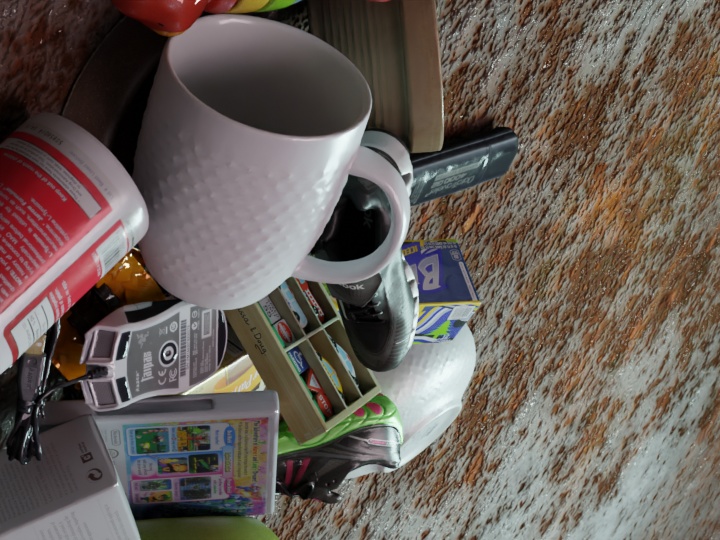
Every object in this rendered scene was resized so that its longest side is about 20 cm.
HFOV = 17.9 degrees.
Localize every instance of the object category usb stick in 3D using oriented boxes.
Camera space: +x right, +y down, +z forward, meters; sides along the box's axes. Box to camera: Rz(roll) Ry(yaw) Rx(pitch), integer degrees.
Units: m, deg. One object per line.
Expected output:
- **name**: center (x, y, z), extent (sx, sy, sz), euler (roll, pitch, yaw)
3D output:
- **usb stick**: center (0.076, -0.091, 2.048), extent (0.200, 0.033, 0.055), euler (-21, 143, -51)

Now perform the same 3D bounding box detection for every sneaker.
- **sneaker**: center (-0.057, 0.170, 1.964), extent (0.077, 0.200, 0.084), euler (-85, 157, -73)
- **sneaker**: center (0.000, 0.000, 1.702), extent (0.091, 0.066, 0.200), euler (-53, 148, -53)

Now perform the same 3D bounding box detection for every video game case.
- **video game case**: center (-0.155, 0.146, 1.748), extent (0.182, 0.024, 0.200), euler (-3, 152, -5)

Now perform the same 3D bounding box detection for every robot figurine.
- **robot figurine**: center (-0.189, 0.042, 1.701), extent (0.145, 0.058, 0.200), euler (-44, 151, -9)

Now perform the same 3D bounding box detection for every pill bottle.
- **pill bottle**: center (-0.244, -0.002, 1.507), extent (0.200, 0.112, 0.112), euler (-45, 151, -22)

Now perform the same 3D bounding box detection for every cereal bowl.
- **cereal bowl**: center (0.031, 0.122, 2.076), extent (0.200, 0.083, 0.200), euler (-38, 165, -12)

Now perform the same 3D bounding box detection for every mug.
- **mug**: center (-0.063, -0.057, 1.595), extent (0.148, 0.200, 0.175), euler (-72, -178, -55)

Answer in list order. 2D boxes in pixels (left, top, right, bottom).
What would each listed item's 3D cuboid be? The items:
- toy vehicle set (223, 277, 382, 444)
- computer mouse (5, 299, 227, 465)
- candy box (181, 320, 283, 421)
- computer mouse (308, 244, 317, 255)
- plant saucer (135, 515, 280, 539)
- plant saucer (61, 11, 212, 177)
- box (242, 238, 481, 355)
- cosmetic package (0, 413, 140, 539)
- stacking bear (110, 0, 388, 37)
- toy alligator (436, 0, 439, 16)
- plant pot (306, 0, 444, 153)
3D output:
- **toy vehicle set**: center (-0.063, 0.027, 1.750), extent (0.027, 0.200, 0.124), euler (-29, -178, 23)
- **computer mouse**: center (-0.176, 0.064, 1.629), extent (0.200, 0.044, 0.110), euler (-15, 113, -48)
- **candy box**: center (-0.123, 0.102, 1.888), extent (0.200, 0.055, 0.116), euler (-33, 145, -41)
- **computer mouse**: center (-0.051, -0.082, 1.722), extent (0.046, 0.141, 0.200), euler (-10, 162, -6)
- **plant saucer**: center (-0.160, 0.220, 1.848), extent (0.200, 0.200, 0.031), euler (14, 69, -62)
- **plant saucer**: center (-0.140, -0.112, 1.656), extent (0.200, 0.034, 0.200), euler (-40, 147, -32)
- **box**: center (-0.006, 0.020, 1.884), extent (0.200, 0.070, 0.064), euler (-2, 147, -30)
- **cosmetic package**: center (-0.266, 0.190, 1.643), extent (0.200, 0.074, 0.102), euler (-22, 145, -9)
- **stacking bear**: center (-0.087, -0.219, 1.554), extent (0.200, 0.121, 0.114), euler (-24, 119, -35)
- **toy alligator**: center (0.004, -0.137, 1.859), extent (0.200, 0.059, 0.054), euler (-60, -163, -3)
- **plant pot**: center (0.007, -0.186, 1.715), extent (0.201, 0.093, 0.201), euler (175, -90, -89)
